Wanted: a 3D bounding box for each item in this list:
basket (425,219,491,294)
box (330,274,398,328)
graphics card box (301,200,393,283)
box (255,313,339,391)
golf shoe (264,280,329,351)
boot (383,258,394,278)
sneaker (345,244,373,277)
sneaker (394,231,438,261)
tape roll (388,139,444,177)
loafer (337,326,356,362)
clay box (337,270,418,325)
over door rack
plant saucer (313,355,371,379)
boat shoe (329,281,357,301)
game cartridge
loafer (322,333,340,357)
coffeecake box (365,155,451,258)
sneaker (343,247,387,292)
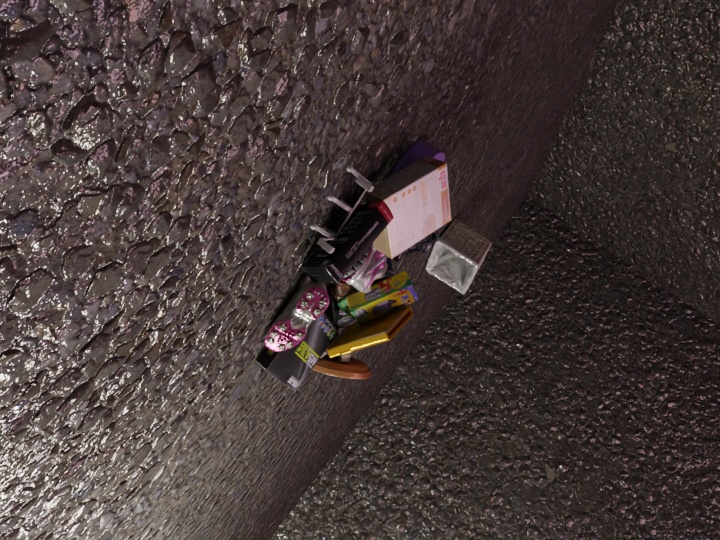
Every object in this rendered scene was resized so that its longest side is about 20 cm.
[{"bbox_3d":[0.392,-0.058,2.507,0.162,0.197,0.200,-50,166,-35],"label":"basket"},{"bbox_3d":[0.017,0.088,1.715,0.194,0.045,0.162,-11,150,-12],"label":"box"},{"bbox_3d":[-0.028,-0.061,1.342,0.201,0.051,0.124,-49,-157,-22],"label":"graphics card box"},{"bbox_3d":[-0.149,0.184,1.539,0.195,0.047,0.201,-54,153,-13],"label":"box"},{"bbox_3d":[-0.141,0.099,1.404,0.200,0.075,0.092,-44,-159,18],"label":"golf shoe"},{"bbox_3d":[0.028,0.030,1.777,0.071,0.093,0.199,20,138,-32],"label":"boot"},{"bbox_3d":[0.007,-0.068,1.507,0.203,0.075,0.079,-56,167,3],"label":"sneaker"},{"bbox_3d":[0.155,-0.080,1.739,0.199,0.080,0.075,-42,161,-41],"label":"sneaker"},{"bbox_3d":[0.132,-0.225,1.585,0.201,0.065,0.201,-49,163,-20],"label":"tape roll"},{"bbox_3d":[-0.020,0.199,1.773,0.201,0.066,0.078,-68,167,-68],"label":"loafer"},{"bbox_3d":[0.047,0.078,1.612,0.196,0.049,0.115,-25,154,6],"label":"clay box"},{"bbox_3d":[-0.038,-0.126,1.226,0.150,0.066,0.200,-57,-174,9],"label":"over door rack"},{"bbox_3d":[-0.064,0.263,1.765,0.200,0.195,0.033,5,98,-73],"label":"plant saucer"},{"bbox_3d":[-0.001,0.000,1.628,0.199,0.072,0.068,-41,161,-34],"label":"boat shoe"},{"bbox_3d":[0.024,0.160,1.619,0.196,0.033,0.176,-23,-173,32],"label":"game cartridge"},{"bbox_3d":[-0.095,0.198,1.735,0.068,0.072,0.200,-24,176,8],"label":"loafer"},{"bbox_3d":[0.114,-0.149,1.448,0.197,0.072,0.157,-31,130,-26],"label":"coffeecake box"},{"bbox_3d":[0.031,-0.029,1.573,0.202,0.080,0.089,-53,124,-18],"label":"sneaker"}]
